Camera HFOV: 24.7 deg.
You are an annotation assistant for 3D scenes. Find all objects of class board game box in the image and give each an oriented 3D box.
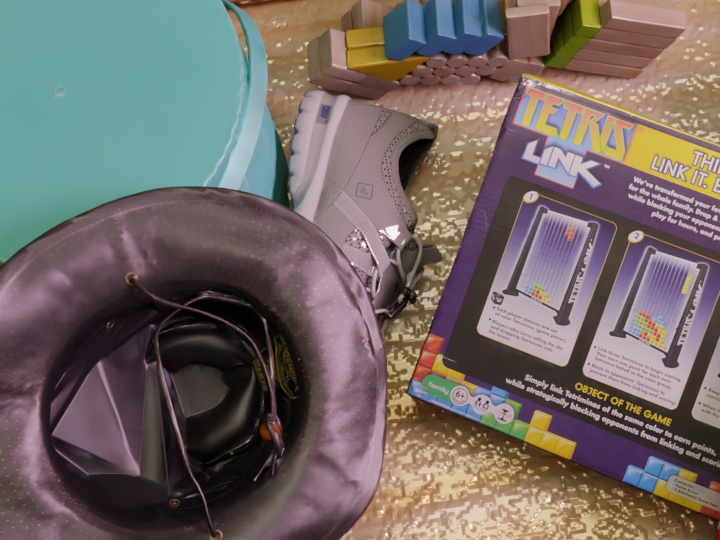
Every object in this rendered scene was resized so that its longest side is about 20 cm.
[{"bbox_3d":[0.142,0.017,0.792,0.198,0.057,0.167,22,94,10],"label":"board game box"}]

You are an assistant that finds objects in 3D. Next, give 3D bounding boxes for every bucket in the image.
[{"bbox_3d":[-0.134,-0.062,0.823,0.204,0.135,0.210,-1,71,3],"label":"bucket"}]

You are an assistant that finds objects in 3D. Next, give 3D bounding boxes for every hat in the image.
[{"bbox_3d":[-0.089,0.058,0.738,0.198,0.081,0.203,0,89,-16],"label":"hat"}]

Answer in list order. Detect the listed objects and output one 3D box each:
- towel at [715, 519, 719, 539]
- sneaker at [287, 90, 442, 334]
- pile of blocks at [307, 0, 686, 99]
[{"bbox_3d":[0.226,0.100,0.702,0.143,0.022,0.202,12,85,36],"label":"towel"},{"bbox_3d":[0.000,0.000,0.824,0.081,0.075,0.202,3,69,6],"label":"sneaker"},{"bbox_3d":[0.068,-0.141,0.869,0.197,0.082,0.063,-5,70,2],"label":"pile of blocks"}]
